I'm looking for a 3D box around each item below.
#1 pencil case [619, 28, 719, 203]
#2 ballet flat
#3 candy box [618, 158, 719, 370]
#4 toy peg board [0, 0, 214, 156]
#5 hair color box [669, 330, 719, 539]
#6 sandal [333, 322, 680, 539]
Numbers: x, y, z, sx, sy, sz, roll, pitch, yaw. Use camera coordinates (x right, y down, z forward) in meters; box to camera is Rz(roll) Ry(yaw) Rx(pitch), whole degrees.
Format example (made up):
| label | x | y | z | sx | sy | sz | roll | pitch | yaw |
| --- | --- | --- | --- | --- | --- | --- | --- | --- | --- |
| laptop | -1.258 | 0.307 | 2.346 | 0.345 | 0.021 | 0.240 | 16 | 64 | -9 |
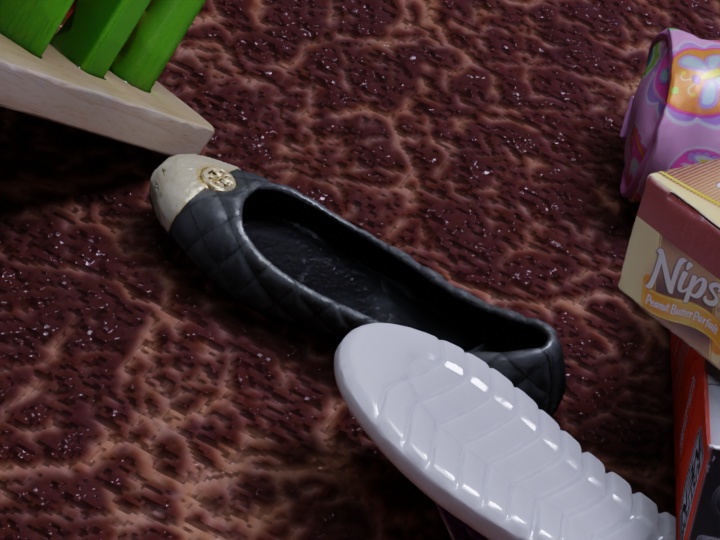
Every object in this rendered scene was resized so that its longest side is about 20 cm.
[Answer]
| label | x | y | z | sx | sy | sz | roll | pitch | yaw |
| --- | --- | --- | --- | --- | --- | --- | --- | --- | --- |
| pencil case | 0.218 | -0.048 | 1.043 | 0.199 | 0.088 | 0.088 | 12 | 42 | -3 |
| ballet flat | 0.000 | 0.000 | 0.947 | 0.199 | 0.057 | 0.066 | 30 | 43 | 16 |
| candy box | 0.212 | -0.004 | 0.891 | 0.199 | 0.056 | 0.115 | -13 | 38 | -34 |
| toy peg board | -0.158 | -0.152 | 0.964 | 0.199 | 0.098 | 0.200 | 39 | 11 | 25 |
| hair color box | 0.176 | 0.045 | 0.915 | 0.101 | 0.062 | 0.200 | 10 | 30 | 1 |
| sandal | 0.065 | 0.098 | 0.864 | 0.202 | 0.050 | 0.082 | 37 | 30 | 5 |
